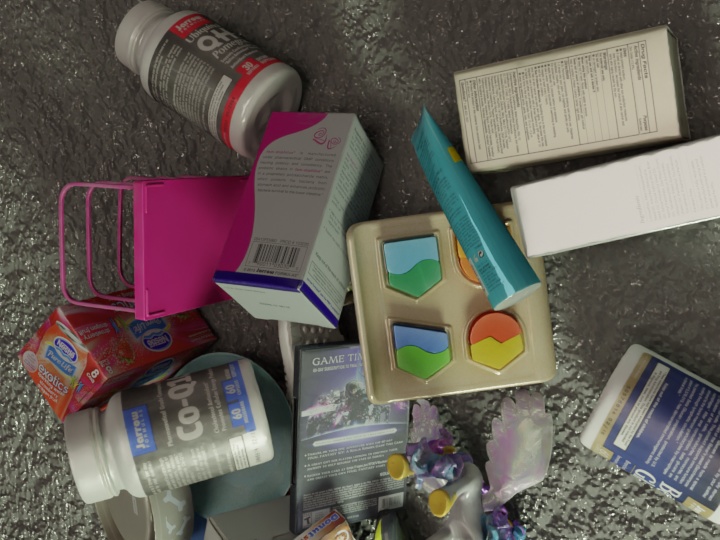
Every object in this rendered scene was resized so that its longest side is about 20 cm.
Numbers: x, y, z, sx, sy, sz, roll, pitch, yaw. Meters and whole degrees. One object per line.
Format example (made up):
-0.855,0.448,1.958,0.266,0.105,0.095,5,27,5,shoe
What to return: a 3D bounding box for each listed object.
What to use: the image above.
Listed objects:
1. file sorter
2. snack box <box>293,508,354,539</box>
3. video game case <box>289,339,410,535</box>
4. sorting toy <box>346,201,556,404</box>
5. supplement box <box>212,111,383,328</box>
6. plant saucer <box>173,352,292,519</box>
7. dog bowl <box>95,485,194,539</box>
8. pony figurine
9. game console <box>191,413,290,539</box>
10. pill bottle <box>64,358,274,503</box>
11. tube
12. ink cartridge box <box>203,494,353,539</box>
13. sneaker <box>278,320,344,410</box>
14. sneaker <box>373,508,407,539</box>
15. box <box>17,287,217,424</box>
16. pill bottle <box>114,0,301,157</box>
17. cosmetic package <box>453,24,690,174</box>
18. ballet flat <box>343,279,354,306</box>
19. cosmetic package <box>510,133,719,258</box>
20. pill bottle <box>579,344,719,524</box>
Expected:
-0.222,-0.036,1.027,0.125,0.200,0.140,6,99,27,file sorter
-0.025,0.344,1.002,0.024,0.072,0.201,36,152,47,snack box
-0.009,0.174,0.994,0.019,0.142,0.201,13,104,57,video game case
0.094,0.033,0.927,0.199,0.036,0.186,-8,94,-5,sorting toy
-0.059,-0.055,0.952,0.101,0.103,0.201,6,67,25,supplement box
-0.150,0.195,1.088,0.200,0.039,0.202,0,91,27,plant saucer
-0.264,0.259,1.108,0.200,0.058,0.201,23,120,49,dog bowl
0.103,0.220,0.933,0.166,0.200,0.194,-11,77,32,pony figurine
-0.174,0.265,1.136,0.199,0.031,0.178,-7,94,25,game console
-0.200,0.172,0.977,0.199,0.114,0.114,-15,91,-11,pill bottle
0.100,-0.059,0.881,0.050,0.077,0.201,-24,75,-19,tube
-0.104,0.358,1.028,0.084,0.145,0.201,37,123,44,ink cartridge box
-0.056,0.120,1.021,0.080,0.076,0.201,2,115,49,sneaker
0.077,0.341,1.007,0.081,0.074,0.201,-25,102,15,sneaker
-0.273,0.087,1.065,0.095,0.200,0.100,-43,78,26,box
-0.173,-0.219,1.027,0.200,0.111,0.111,33,109,17,pill bottle
0.200,-0.156,0.875,0.199,0.087,0.104,-6,93,26,cosmetic package
0.000,0.000,1.010,0.199,0.076,0.064,-18,120,30,ballet flat
0.252,-0.069,0.856,0.199,0.101,0.072,-13,91,25,cosmetic package
0.315,0.162,0.850,0.199,0.111,0.111,29,108,19,pill bottle
